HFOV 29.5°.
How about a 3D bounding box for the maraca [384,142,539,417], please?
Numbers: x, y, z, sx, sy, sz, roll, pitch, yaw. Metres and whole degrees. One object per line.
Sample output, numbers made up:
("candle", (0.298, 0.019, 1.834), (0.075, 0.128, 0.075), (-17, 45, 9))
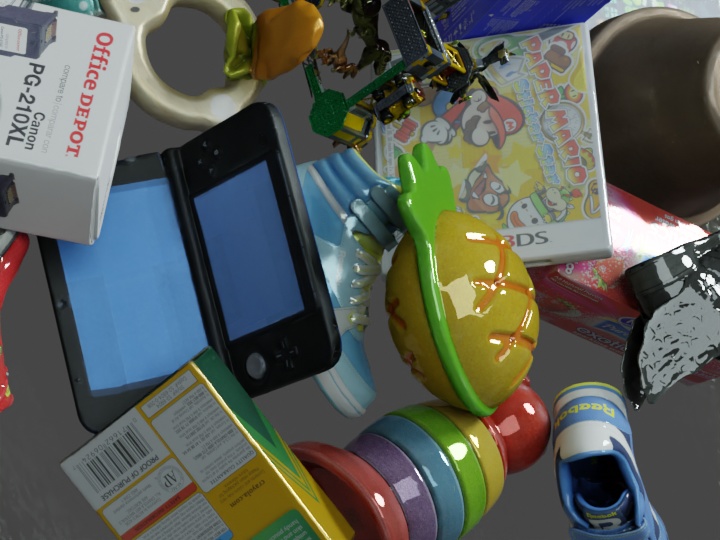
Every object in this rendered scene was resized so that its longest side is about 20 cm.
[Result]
("maraca", (0.067, 0.008, 0.984), (0.106, 0.137, 0.201), (-15, 100, 17))

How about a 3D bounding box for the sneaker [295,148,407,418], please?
("sneaker", (0.000, 0.000, 1.029), (0.130, 0.080, 0.201), (-23, 85, 4))

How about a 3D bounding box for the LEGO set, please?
("LEGO set", (0.022, -0.186, 1.090), (0.116, 0.154, 0.201), (16, 41, -53))

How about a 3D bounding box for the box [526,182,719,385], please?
("box", (0.231, 0.011, 1.134), (0.199, 0.100, 0.096), (24, 67, -15))

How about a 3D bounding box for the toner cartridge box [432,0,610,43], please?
("toner cartridge box", (0.139, -0.221, 1.105), (0.094, 0.200, 0.043), (0, 74, -23))

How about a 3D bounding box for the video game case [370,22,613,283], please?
("video game case", (0.100, -0.095, 1.089), (0.181, 0.023, 0.201), (-7, 68, 11))

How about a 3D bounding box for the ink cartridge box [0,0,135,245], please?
("ink cartridge box", (-0.264, -0.113, 0.938), (0.199, 0.084, 0.145), (11, 55, -8))

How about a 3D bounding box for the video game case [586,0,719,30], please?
("video game case", (0.266, -0.242, 1.262), (0.181, 0.023, 0.201), (3, 75, -21))

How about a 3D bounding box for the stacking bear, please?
("stacking bear", (0.060, 0.144, 1.025), (0.199, 0.113, 0.122), (-26, 98, -34))

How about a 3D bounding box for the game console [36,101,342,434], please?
("game console", (-0.128, -0.002, 0.980), (0.118, 0.170, 0.201), (-6, 77, -47))

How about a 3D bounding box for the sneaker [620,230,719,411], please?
("sneaker", (0.279, 0.024, 1.065), (0.199, 0.060, 0.105), (-21, 84, -20))

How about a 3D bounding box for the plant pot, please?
("plant pot", (0.284, -0.134, 1.138), (0.199, 0.174, 0.202), (2, 85, -23))

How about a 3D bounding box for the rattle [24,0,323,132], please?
("rattle", (-0.147, -0.194, 1.018), (0.200, 0.143, 0.130), (38, 83, -15))

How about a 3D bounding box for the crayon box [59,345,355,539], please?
("crayon box", (-0.095, 0.171, 0.946), (0.126, 0.052, 0.200), (-37, 91, 14))

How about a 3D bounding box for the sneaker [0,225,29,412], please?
("sneaker", (-0.272, 0.061, 0.941), (0.085, 0.077, 0.201), (35, 65, -32))

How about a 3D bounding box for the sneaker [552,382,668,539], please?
("sneaker", (0.190, 0.188, 1.048), (0.074, 0.082, 0.201), (-16, 111, 14))
